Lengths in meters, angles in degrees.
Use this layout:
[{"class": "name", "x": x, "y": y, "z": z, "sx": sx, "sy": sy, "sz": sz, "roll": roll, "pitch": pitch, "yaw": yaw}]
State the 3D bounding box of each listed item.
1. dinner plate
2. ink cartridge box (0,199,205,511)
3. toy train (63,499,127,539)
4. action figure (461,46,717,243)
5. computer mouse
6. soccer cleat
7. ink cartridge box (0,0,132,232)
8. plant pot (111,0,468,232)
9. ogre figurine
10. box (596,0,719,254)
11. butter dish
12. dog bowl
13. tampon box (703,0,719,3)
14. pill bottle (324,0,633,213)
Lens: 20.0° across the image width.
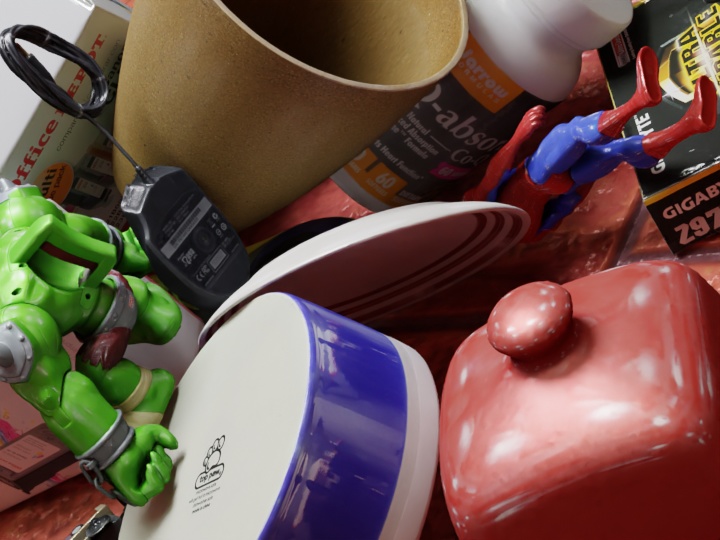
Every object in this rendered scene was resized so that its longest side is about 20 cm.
[{"class": "dinner plate", "x": 0.000, "y": 0.000, "z": 1.149, "sx": 0.199, "sy": 0.200, "sz": 0.024, "roll": -26, "pitch": 75, "yaw": 17}, {"class": "ink cartridge box", "x": -0.217, "y": 0.062, "z": 1.264, "sx": 0.199, "sy": 0.147, "sz": 0.086, "roll": -28, "pitch": 42, "yaw": 28}, {"class": "toy train", "x": -0.166, "y": 0.170, "z": 1.205, "sx": 0.200, "sy": 0.034, "sz": 0.046, "roll": -47, "pitch": 21, "yaw": -22}, {"class": "action figure", "x": 0.115, "y": -0.061, "z": 1.150, "sx": 0.200, "sy": 0.065, "sz": 0.052, "roll": -36, "pitch": 46, "yaw": 47}, {"class": "computer mouse", "x": -0.134, "y": -0.055, "z": 1.137, "sx": 0.034, "sy": 0.200, "sz": 0.059, "roll": -25, "pitch": 19, "yaw": 46}, {"class": "soccer cleat", "x": -0.071, "y": 0.014, "z": 1.313, "sx": 0.199, "sy": 0.065, "sz": 0.084, "roll": -18, "pitch": 6, "yaw": 34}, {"class": "ink cartridge box", "x": -0.203, "y": -0.115, "z": 1.294, "sx": 0.144, "sy": 0.200, "sz": 0.146, "roll": 33, "pitch": 96, "yaw": 24}, {"class": "plant pot", "x": -0.065, "y": -0.111, "z": 1.191, "sx": 0.200, "sy": 0.185, "sz": 0.187, "roll": -53, "pitch": 16, "yaw": 40}, {"class": "ogre figurine", "x": -0.154, "y": 0.025, "z": 1.103, "sx": 0.098, "sy": 0.120, "sz": 0.201, "roll": -22, "pitch": 43, "yaw": 36}, {"class": "box", "x": 0.226, "y": -0.114, "z": 1.190, "sx": 0.159, "sy": 0.049, "sz": 0.201, "roll": -25, "pitch": 33, "yaw": 14}, {"class": "butter dish", "x": 0.108, "y": 0.067, "z": 0.971, "sx": 0.199, "sy": 0.148, "sz": 0.200, "roll": -23, "pitch": 35, "yaw": 20}, {"class": "dog bowl", "x": -0.046, "y": 0.116, "z": 1.046, "sx": 0.200, "sy": 0.078, "sz": 0.201, "roll": -46, "pitch": 29, "yaw": 36}, {"class": "tampon box", "x": 0.292, "y": -0.249, "z": 1.162, "sx": 0.198, "sy": 0.127, "sz": 0.150, "roll": -2, "pitch": 36, "yaw": 13}, {"class": "pill bottle", "x": 0.063, "y": -0.131, "z": 1.260, "sx": 0.200, "sy": 0.116, "sz": 0.117, "roll": -37, "pitch": 27, "yaw": 30}]
